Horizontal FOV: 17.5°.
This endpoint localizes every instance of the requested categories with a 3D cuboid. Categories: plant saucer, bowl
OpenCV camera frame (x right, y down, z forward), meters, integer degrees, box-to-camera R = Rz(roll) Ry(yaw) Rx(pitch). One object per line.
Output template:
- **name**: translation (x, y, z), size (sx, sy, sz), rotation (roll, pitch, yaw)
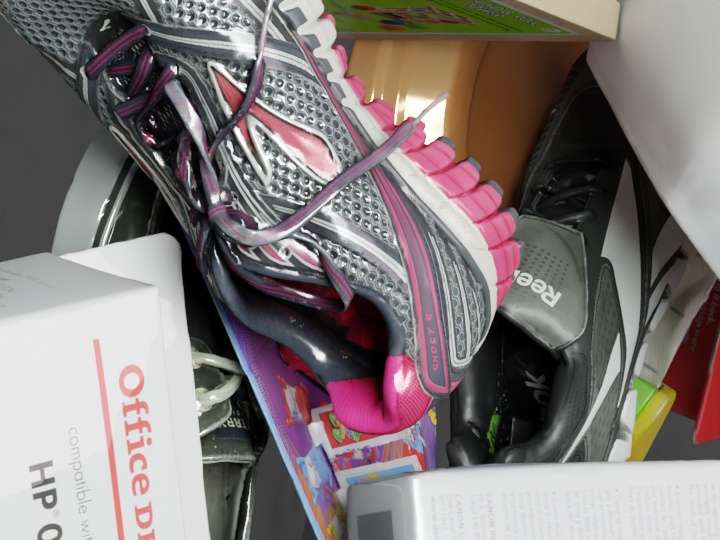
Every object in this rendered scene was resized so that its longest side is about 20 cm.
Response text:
- **plant saucer**: translation (0.065, -0.052, 0.934), size (0.200, 0.037, 0.201), rotation (-9, 101, -53)
- **bowl**: translation (0.152, -0.027, 0.805), size (0.200, 0.075, 0.200), rotation (48, 13, -29)

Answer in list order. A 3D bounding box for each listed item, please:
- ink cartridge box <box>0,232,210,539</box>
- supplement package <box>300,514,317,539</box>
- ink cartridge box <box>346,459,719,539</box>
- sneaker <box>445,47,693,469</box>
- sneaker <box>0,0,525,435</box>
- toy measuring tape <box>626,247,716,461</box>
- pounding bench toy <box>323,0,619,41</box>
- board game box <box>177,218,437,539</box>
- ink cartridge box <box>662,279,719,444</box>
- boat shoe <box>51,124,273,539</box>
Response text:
- **ink cartridge box**: translation (-0.114, 0.065, 0.638), size (0.199, 0.068, 0.116), rotation (-14, 106, -33)
- **supplement package**: translation (0.044, 0.204, 0.834), size (0.111, 0.155, 0.201), rotation (32, 69, -49)
- **ink cartridge box**: translation (0.094, 0.141, 0.749), size (0.199, 0.050, 0.163), rotation (2, 79, -33)
- **sneaker**: translation (0.075, 0.003, 0.864), size (0.090, 0.066, 0.201), rotation (28, 73, -58)
- **sneaker**: translation (-0.034, -0.037, 0.673), size (0.200, 0.081, 0.075), rotation (42, 51, -17)
- **toy measuring tape**: translation (0.096, 0.052, 0.924), size (0.073, 0.074, 0.200), rotation (-5, 126, -53)
- **pounding bench toy**: translation (-0.010, -0.170, 0.747), size (0.200, 0.124, 0.157), rotation (11, 85, -53)
- **board game box**: translation (0.000, 0.000, 0.784), size (0.201, 0.039, 0.158), rotation (68, 21, -14)
- **ink cartridge box**: translation (0.186, 0.003, 1.056), size (0.200, 0.067, 0.117), rotation (-9, 114, -52)
- **boat shoe**: translation (-0.058, 0.047, 0.758), size (0.071, 0.064, 0.201), rotation (0, 94, -52)
